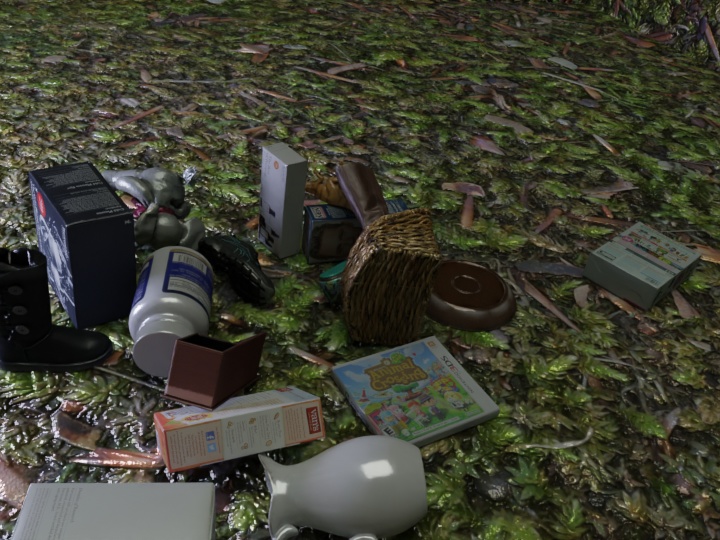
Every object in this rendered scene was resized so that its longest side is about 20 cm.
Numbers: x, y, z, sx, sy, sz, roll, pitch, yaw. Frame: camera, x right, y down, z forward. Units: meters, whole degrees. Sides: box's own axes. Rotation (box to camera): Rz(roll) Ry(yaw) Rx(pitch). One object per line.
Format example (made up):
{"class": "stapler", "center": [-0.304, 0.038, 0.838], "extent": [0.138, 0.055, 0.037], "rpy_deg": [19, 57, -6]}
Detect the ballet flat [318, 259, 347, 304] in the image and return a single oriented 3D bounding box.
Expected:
{"class": "ballet flat", "center": [0.000, 0.000, 1.300], "extent": [0.074, 0.074, 0.200], "rpy_deg": [31, 45, 29]}

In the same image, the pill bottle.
{"class": "pill bottle", "center": [-0.293, 0.064, 1.103], "extent": [0.119, 0.120, 0.200], "rpy_deg": [2, 36, -8]}

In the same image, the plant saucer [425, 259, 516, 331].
{"class": "plant saucer", "center": [0.194, 0.036, 1.318], "extent": [0.199, 0.032, 0.200], "rpy_deg": [6, 34, -4]}

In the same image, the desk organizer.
{"class": "desk organizer", "center": [-0.196, 0.127, 0.993], "extent": [0.071, 0.077, 0.200], "rpy_deg": [14, 5, 8]}

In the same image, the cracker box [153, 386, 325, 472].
{"class": "cracker box", "center": [-0.161, 0.203, 0.932], "extent": [0.199, 0.058, 0.134], "rpy_deg": [-8, 0, -21]}

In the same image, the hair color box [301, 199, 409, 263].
{"class": "hair color box", "center": [-0.008, -0.076, 1.372], "extent": [0.199, 0.100, 0.061], "rpy_deg": [-6, 38, -18]}

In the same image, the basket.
{"class": "basket", "center": [0.038, 0.005, 1.180], "extent": [0.142, 0.200, 0.149], "rpy_deg": [6, 37, -10]}

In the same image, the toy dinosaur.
{"class": "toy dinosaur", "center": [-0.041, -0.143, 1.342], "extent": [0.200, 0.060, 0.106], "rpy_deg": [29, 72, 20]}

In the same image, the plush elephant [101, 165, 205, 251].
{"class": "plush elephant", "center": [-0.374, -0.099, 1.308], "extent": [0.199, 0.165, 0.155], "rpy_deg": [-8, 65, 34]}

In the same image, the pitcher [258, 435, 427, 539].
{"class": "pitcher", "center": [-0.019, 0.290, 0.860], "extent": [0.199, 0.121, 0.172], "rpy_deg": [-6, 52, -2]}

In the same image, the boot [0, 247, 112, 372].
{"class": "boot", "center": [-0.447, 0.054, 1.014], "extent": [0.164, 0.201, 0.066], "rpy_deg": [-6, 38, -19]}

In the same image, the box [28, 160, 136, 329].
{"class": "box", "center": [-0.447, -0.043, 1.151], "extent": [0.104, 0.201, 0.182], "rpy_deg": [-18, 42, -34]}

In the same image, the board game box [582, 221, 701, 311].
{"class": "board game box", "center": [0.568, -0.012, 1.433], "extent": [0.200, 0.064, 0.147], "rpy_deg": [-26, 48, -36]}

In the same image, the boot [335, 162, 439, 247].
{"class": "boot", "center": [0.049, -0.111, 1.307], "extent": [0.186, 0.064, 0.200], "rpy_deg": [4, 54, -52]}

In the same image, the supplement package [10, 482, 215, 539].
{"class": "supplement package", "center": [-0.260, 0.311, 0.767], "extent": [0.199, 0.117, 0.117], "rpy_deg": [2, 35, -8]}

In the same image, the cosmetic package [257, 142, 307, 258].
{"class": "cosmetic package", "center": [-0.149, -0.129, 1.330], "extent": [0.051, 0.201, 0.082], "rpy_deg": [-22, 44, -36]}

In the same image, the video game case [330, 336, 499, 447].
{"class": "video game case", "center": [0.082, 0.186, 1.092], "extent": [0.199, 0.022, 0.182], "rpy_deg": [-14, 41, -27]}

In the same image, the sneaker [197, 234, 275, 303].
{"class": "sneaker", "center": [-0.208, -0.014, 1.268], "extent": [0.079, 0.076, 0.200], "rpy_deg": [-22, 45, -39]}
